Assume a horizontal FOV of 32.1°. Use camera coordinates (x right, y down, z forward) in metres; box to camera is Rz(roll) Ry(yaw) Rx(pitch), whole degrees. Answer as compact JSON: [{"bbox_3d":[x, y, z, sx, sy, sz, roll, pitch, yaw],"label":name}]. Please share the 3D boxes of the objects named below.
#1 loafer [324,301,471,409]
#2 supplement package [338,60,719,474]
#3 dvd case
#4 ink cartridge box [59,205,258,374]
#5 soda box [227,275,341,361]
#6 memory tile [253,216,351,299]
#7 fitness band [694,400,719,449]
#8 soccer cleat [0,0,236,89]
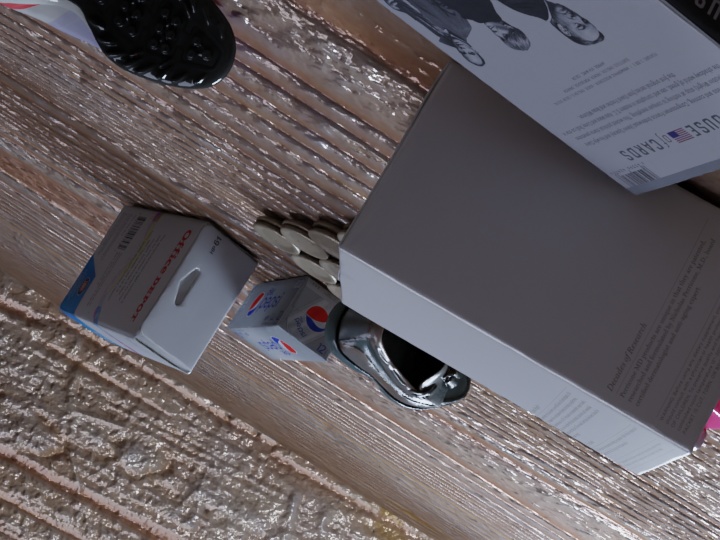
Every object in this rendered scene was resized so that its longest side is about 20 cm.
[{"bbox_3d":[0.048,0.085,1.148,0.063,0.072,0.199,5,163,42],"label":"loafer"},{"bbox_3d":[0.100,0.003,0.669,0.199,0.120,0.121,30,168,6],"label":"supplement package"},{"bbox_3d":[0.083,-0.107,0.527,0.199,0.025,0.150,34,166,-12],"label":"dvd case"},{"bbox_3d":[-0.222,0.017,1.359,0.085,0.145,0.199,40,164,-32],"label":"ink cartridge box"},{"bbox_3d":[-0.077,0.054,1.351,0.068,0.064,0.200,36,165,-15],"label":"soda box"},{"bbox_3d":[0.000,0.000,1.098,0.153,0.017,0.199,39,164,-29],"label":"memory tile"},{"bbox_3d":[0.182,0.073,0.919,0.143,0.038,0.199,41,162,-34],"label":"fitness band"},{"bbox_3d":[-0.157,-0.168,0.777,0.199,0.069,0.073,24,-171,13],"label":"soccer cleat"}]
